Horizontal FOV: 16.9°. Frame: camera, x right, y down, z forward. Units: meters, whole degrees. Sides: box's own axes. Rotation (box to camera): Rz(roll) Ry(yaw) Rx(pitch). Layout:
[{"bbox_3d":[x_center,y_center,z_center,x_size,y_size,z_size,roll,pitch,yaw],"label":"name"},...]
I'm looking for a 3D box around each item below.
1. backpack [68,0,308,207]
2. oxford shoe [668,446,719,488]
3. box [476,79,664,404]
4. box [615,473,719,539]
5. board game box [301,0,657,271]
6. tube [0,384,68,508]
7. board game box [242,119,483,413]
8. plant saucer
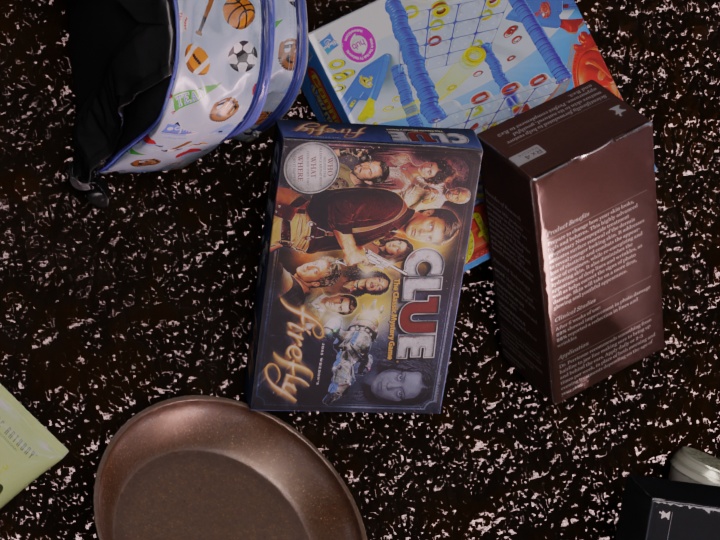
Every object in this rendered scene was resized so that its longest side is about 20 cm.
[{"bbox_3d":[-0.117,-0.158,1.579,0.154,0.190,0.200,-9,85,-20],"label":"backpack"},{"bbox_3d":[0.300,0.189,1.745,0.200,0.075,0.058,25,97,-16],"label":"oxford shoe"},{"bbox_3d":[0.145,-0.018,1.657,0.100,0.075,0.200,-25,133,-21],"label":"box"},{"bbox_3d":[0.240,0.252,1.671,0.141,0.079,0.200,8,98,-11],"label":"box"},{"bbox_3d":[0.079,-0.113,1.711,0.200,0.056,0.196,-28,92,-20],"label":"board game box"},{"bbox_3d":[-0.281,0.158,1.559,0.200,0.052,0.058,-47,139,-23],"label":"tube"},{"bbox_3d":[0.000,0.000,1.620,0.135,0.035,0.200,2,116,-13],"label":"board game box"},{"bbox_3d":[-0.089,0.177,1.594,0.200,0.037,0.201,18,50,-22],"label":"plant saucer"}]
